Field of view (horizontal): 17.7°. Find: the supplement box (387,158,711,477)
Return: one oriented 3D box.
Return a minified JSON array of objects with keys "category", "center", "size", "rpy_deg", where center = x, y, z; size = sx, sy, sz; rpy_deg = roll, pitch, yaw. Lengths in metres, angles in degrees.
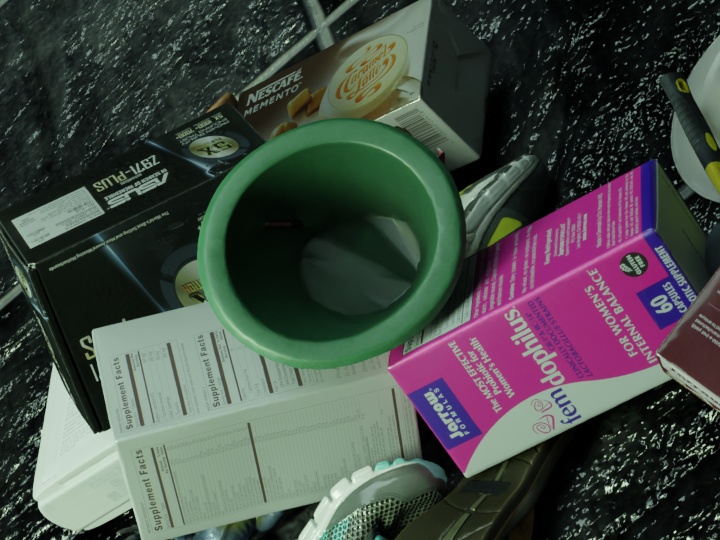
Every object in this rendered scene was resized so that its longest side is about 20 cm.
[{"category":"supplement box","center":[0.128,0.032,1.481],"size":[0.200,0.101,0.103],"rpy_deg":[-28,22,21]}]

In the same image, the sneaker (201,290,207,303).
[{"category":"sneaker","center":[-0.084,0.015,1.654],"size":[0.200,0.086,0.080],"rpy_deg":[-48,10,12]}]

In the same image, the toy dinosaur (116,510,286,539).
[{"category":"toy dinosaur","center":[-0.086,0.195,1.656],"size":[0.105,0.200,0.182],"rpy_deg":[30,106,19]}]

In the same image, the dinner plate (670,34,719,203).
[{"category":"dinner plate","center":[0.290,-0.132,1.561],"size":[0.200,0.024,0.200],"rpy_deg":[-31,38,27]}]

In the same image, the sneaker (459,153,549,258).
[{"category":"sneaker","center":[0.088,-0.005,1.630],"size":[0.074,0.085,0.200],"rpy_deg":[-30,16,45]}]

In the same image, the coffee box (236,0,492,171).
[{"category":"coffee box","center":[-0.003,-0.113,1.778],"size":[0.200,0.080,0.115],"rpy_deg":[-23,41,34]}]

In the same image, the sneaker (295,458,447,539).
[{"category":"sneaker","center":[-0.010,0.210,1.543],"size":[0.200,0.078,0.091],"rpy_deg":[-44,50,15]}]

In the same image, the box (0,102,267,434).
[{"category":"box","center":[-0.146,-0.002,1.701],"size":[0.200,0.164,0.086],"rpy_deg":[-26,38,-13]}]

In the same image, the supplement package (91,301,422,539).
[{"category":"supplement package","center":[-0.069,0.089,1.563],"size":[0.200,0.114,0.110],"rpy_deg":[-13,44,-5]}]

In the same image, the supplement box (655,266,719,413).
[{"category":"supplement box","center":[0.278,0.007,1.363],"size":[0.109,0.061,0.200],"rpy_deg":[37,86,19]}]

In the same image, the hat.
[{"category":"hat","center":[0.000,0.000,1.549],"size":[0.200,0.176,0.166],"rpy_deg":[-28,72,-4]}]

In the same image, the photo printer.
[{"category":"photo printer","center":[-0.181,0.090,1.835],"size":[0.166,0.069,0.200],"rpy_deg":[-33,37,31]}]

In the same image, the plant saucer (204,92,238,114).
[{"category":"plant saucer","center":[-0.163,-0.061,1.869],"size":[0.200,0.037,0.200],"rpy_deg":[-46,6,6]}]

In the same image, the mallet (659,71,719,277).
[{"category":"mallet","center":[0.225,-0.062,1.494],"size":[0.041,0.066,0.200],"rpy_deg":[-65,36,37]}]

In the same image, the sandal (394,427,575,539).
[{"category":"sandal","center":[0.079,0.168,1.489],"size":[0.082,0.055,0.200],"rpy_deg":[-2,41,50]}]
